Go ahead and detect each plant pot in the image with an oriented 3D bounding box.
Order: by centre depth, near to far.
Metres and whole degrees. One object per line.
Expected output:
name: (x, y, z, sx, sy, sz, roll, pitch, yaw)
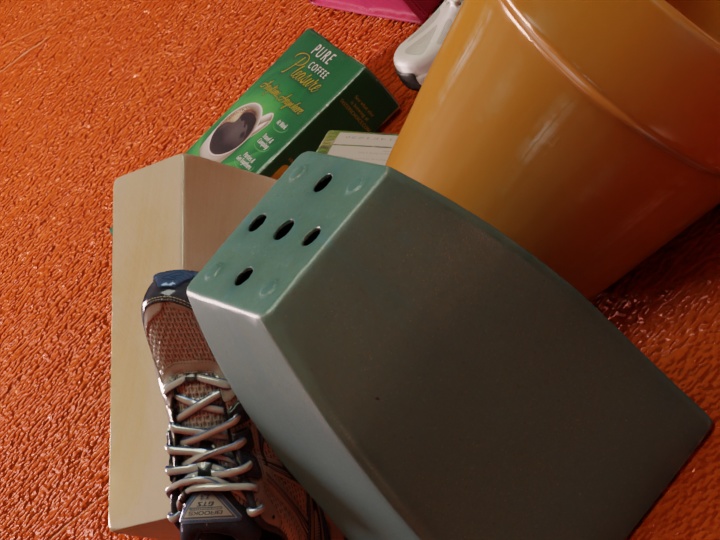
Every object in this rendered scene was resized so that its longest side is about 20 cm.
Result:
plant pot: (0.027, 0.048, 1.131, 0.141, 0.200, 0.141, -50, 26, -13)
plant pot: (0.113, -0.082, 1.238, 0.184, 0.200, 0.201, -51, 21, 22)

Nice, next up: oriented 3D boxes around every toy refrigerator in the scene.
toy refrigerator: (-0.092, 0.046, 1.351, 0.070, 0.076, 0.201, -17, 68, 43)

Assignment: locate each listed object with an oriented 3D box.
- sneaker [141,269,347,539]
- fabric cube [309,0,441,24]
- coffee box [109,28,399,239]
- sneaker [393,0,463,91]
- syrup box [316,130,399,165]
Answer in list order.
sneaker: (-0.060, 0.090, 1.200, 0.077, 0.201, 0.085, -3, 37, 29)
fabric cube: (0.006, -0.318, 1.724, 0.200, 0.200, 0.196, -48, 27, -9)
coffee box: (-0.072, -0.067, 1.639, 0.200, 0.044, 0.123, -46, 26, -3)
sneaker: (0.079, -0.210, 1.547, 0.200, 0.115, 0.076, -38, 26, 13)
syrup box: (0.000, 0.000, 1.305, 0.078, 0.082, 0.200, 4, 27, 11)
